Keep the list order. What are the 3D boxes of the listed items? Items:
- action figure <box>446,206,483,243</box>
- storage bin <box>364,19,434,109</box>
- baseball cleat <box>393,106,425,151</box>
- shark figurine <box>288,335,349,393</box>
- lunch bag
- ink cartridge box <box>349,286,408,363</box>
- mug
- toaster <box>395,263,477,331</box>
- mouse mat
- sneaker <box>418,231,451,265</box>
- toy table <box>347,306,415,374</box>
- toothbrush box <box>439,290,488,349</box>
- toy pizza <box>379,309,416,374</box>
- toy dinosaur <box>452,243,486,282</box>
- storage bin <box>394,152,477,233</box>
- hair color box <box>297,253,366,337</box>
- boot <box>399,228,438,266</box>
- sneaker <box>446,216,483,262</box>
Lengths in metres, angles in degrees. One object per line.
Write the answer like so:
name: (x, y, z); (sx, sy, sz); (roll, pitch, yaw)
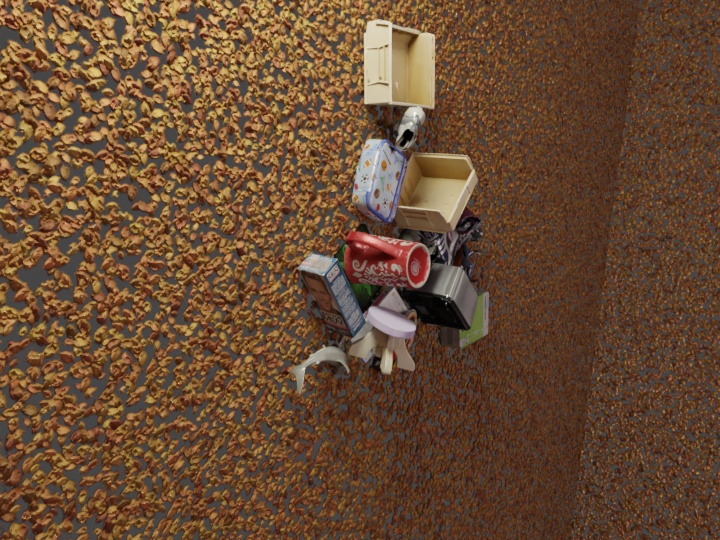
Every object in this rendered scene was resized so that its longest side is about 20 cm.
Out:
action figure: (0.273, -0.189, 1.779); (0.148, 0.201, 0.134); (-39, 153, 2)
storage bin: (0.105, -0.531, 1.547); (0.197, 0.092, 0.206); (-12, 106, -49)
baseball cleat: (0.113, -0.357, 1.556); (0.200, 0.068, 0.109); (126, -11, -80)
shark figurine: (-0.072, 0.228, 1.440); (0.212, 0.089, 0.130); (2, 125, -56)
lunch bag: (0.057, -0.237, 1.565); (0.159, 0.074, 0.207); (29, 75, -51)
ink cartridge box: (0.046, 0.146, 1.620); (0.201, 0.037, 0.096); (-49, 125, -23)
mug: (0.058, -0.021, 1.491); (0.175, 0.196, 0.139); (2, 95, -50)
toaster: (0.231, 0.074, 1.749); (0.201, 0.176, 0.121); (50, 57, -43)
mouse mat: (0.000, 0.000, 1.584); (0.162, 0.007, 0.204); (-49, 130, -34)
sneaker: (0.220, -0.080, 1.790); (0.107, 0.068, 0.208); (-7, 95, -55)
toy table: (0.067, 0.177, 1.508); (0.200, 0.178, 0.121); (-59, 166, -82)
toothbrush box: (0.348, 0.158, 1.976); (0.197, 0.084, 0.151); (-16, 107, -48)
toy pizza: (0.116, 0.207, 1.681); (0.201, 0.031, 0.204); (-50, 154, -34)
toy dinosaur: (0.341, -0.050, 1.940); (0.195, 0.104, 0.188); (-9, 83, -37)
storage bin: (0.198, -0.217, 1.646); (0.203, 0.194, 0.095); (-60, 139, -25)
hair color box: (-0.069, 0.062, 1.436); (0.061, 0.098, 0.204); (-45, 128, -31)
boot: (0.165, -0.054, 1.663); (0.069, 0.127, 0.202); (65, 35, -32)
sneaker: (0.326, -0.098, 1.881); (0.111, 0.075, 0.206); (21, 74, -13)
